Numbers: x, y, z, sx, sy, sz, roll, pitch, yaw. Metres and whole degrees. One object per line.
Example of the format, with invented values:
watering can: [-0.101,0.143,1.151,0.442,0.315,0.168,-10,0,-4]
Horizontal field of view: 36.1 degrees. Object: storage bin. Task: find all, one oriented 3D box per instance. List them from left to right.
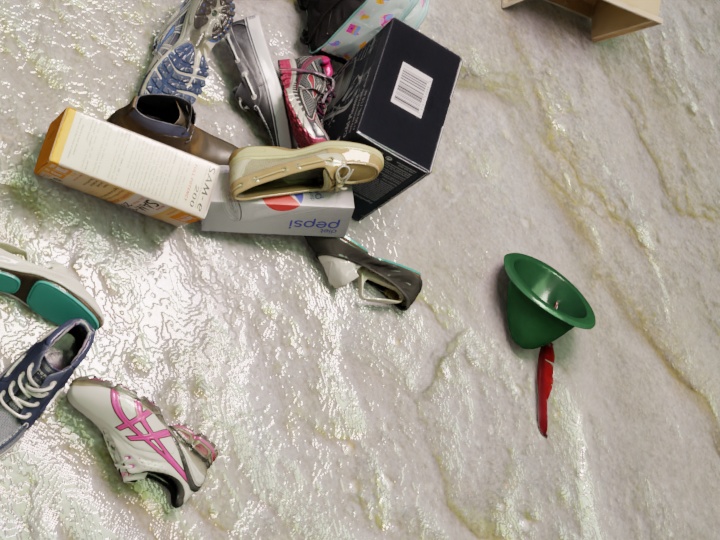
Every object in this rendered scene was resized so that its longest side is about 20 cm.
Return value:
storage bin: [0.369,-0.466,1.837,0.199,0.198,0.094,13,84,-25]

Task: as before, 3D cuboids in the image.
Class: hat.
hat: [0.243,0.099,1.669,0.165,0.177,0.200,25,25,-18]

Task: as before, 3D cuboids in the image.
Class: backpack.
backpack: [0.015,-0.407,1.591,0.152,0.200,0.177,12,56,-26]

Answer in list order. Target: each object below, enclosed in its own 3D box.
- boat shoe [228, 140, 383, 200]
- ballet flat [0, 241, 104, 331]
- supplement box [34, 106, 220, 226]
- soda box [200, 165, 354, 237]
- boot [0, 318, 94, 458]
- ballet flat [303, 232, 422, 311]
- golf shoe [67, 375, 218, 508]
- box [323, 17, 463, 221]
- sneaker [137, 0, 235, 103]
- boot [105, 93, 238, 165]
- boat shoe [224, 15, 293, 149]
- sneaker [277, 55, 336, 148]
boat shoe: [-0.067,-0.121,1.408,0.199,0.073,0.064,0,60,-11]
ballet flat: [-0.391,0.007,1.310,0.199,0.069,0.070,25,62,-20]
supplement box: [-0.290,-0.123,1.365,0.199,0.126,0.074,20,79,-22]
soda box: [-0.112,-0.092,1.461,0.198,0.068,0.064,2,55,-14]
boot: [-0.382,0.134,1.248,0.073,0.090,0.201,40,58,-12]
ballet flat: [0.000,0.000,1.534,0.199,0.068,0.069,25,71,-20]
golf shoe: [-0.266,0.200,1.303,0.200,0.073,0.092,36,60,-15]
box: [0.023,-0.206,1.539,0.123,0.196,0.201,26,62,-18]
sneaker: [-0.245,-0.294,1.496,0.077,0.085,0.201,39,76,-41]
boot: [-0.229,-0.173,1.441,0.199,0.097,0.075,11,68,-26]
boat shoe: [-0.145,-0.251,1.540,0.067,0.072,0.201,-17,96,0]
sneaker: [-0.067,-0.236,1.518,0.074,0.081,0.201,-13,46,0]
